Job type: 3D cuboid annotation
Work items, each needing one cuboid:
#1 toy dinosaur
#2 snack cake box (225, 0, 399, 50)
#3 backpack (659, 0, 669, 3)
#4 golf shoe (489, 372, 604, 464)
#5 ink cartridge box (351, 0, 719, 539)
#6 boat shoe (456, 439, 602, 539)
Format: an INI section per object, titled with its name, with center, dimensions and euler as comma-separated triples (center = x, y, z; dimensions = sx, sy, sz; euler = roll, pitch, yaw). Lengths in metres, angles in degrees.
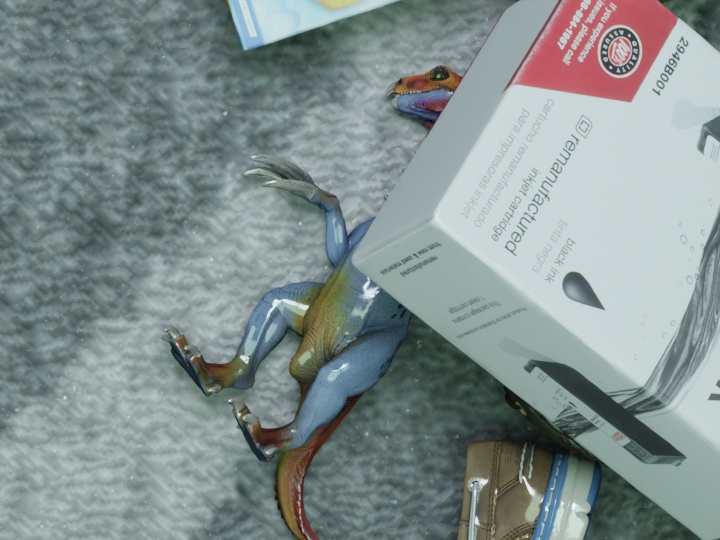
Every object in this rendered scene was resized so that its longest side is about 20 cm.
[toy dinosaur]
center = 0.000, 0.000, 1.078
dimensions = 0.181, 0.105, 0.201
euler = -37, 144, -13
[snack cake box]
center = -0.029, -0.210, 1.019
dimensions = 0.114, 0.067, 0.201
euler = -18, 102, -1
[backpack]
center = 0.139, -0.194, 1.004
dimensions = 0.200, 0.153, 0.164
euler = -44, 102, -29
[golf shoe]
center = 0.083, 0.038, 1.047
dimensions = 0.200, 0.094, 0.078
euler = 40, 64, -28
[ink cartridge box]
center = 0.120, -0.007, 0.964
dimensions = 0.200, 0.084, 0.145
euler = 38, 66, -13
[boat shoe]
center = 0.050, 0.172, 1.105
dimensions = 0.072, 0.072, 0.201
euler = 19, 98, 5
